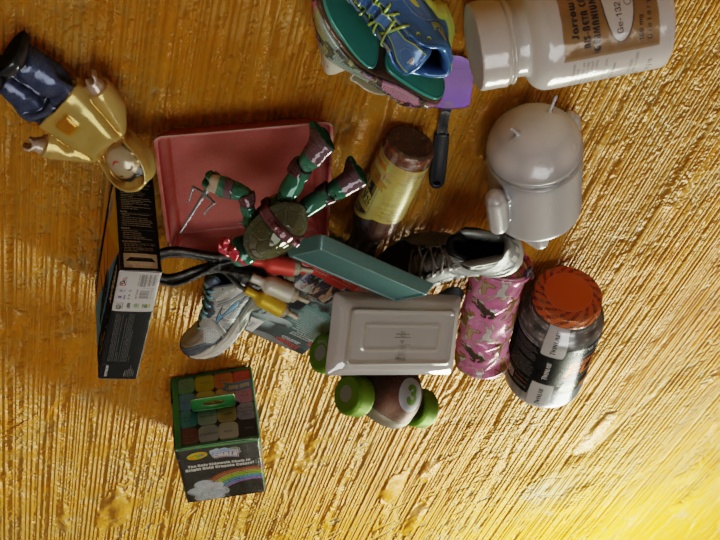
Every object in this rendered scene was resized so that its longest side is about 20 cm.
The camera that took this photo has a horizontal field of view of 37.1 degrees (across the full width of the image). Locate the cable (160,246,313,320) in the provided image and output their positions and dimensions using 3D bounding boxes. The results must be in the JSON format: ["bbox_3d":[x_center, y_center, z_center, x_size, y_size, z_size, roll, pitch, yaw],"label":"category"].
[{"bbox_3d":[-0.151,-0.004,1.279,0.197,0.050,0.099,12,111,-20],"label":"cable"}]

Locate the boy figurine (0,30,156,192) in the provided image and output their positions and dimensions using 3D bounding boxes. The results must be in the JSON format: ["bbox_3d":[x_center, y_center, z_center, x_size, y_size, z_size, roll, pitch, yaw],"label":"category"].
[{"bbox_3d":[-0.294,-0.150,1.100,0.123,0.065,0.200,-31,129,22],"label":"boy figurine"}]

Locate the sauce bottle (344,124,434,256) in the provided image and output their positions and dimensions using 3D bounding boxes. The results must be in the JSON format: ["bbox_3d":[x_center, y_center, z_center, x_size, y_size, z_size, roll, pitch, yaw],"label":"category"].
[{"bbox_3d":[0.026,-0.082,1.287,0.065,0.067,0.201,5,136,-22],"label":"sauce bottle"}]

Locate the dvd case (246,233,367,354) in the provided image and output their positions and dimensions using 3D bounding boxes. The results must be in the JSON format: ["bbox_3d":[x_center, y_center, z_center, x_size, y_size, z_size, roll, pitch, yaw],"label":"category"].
[{"bbox_3d":[-0.066,0.034,1.438,0.145,0.022,0.199,25,126,-38],"label":"dvd case"}]

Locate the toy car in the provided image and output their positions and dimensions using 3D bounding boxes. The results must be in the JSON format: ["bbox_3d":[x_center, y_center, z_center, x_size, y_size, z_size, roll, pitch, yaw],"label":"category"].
[{"bbox_3d":[0.058,0.097,1.461,0.163,0.158,0.201,16,117,-43],"label":"toy car"}]

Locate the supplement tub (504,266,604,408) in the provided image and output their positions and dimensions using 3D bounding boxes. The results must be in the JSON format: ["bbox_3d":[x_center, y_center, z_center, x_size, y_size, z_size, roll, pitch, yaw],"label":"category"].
[{"bbox_3d":[0.277,0.095,1.530,0.120,0.124,0.202,-6,141,-8],"label":"supplement tub"}]

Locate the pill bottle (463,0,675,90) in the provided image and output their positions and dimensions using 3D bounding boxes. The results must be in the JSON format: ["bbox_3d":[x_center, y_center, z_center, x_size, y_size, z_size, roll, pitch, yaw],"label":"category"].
[{"bbox_3d":[0.211,-0.248,1.100,0.196,0.116,0.115,-11,142,-2],"label":"pill bottle"}]

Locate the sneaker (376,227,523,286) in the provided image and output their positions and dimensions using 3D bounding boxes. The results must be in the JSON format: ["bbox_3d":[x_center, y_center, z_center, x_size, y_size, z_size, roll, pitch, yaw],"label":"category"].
[{"bbox_3d":[0.099,-0.022,1.330,0.196,0.077,0.115,-10,171,14],"label":"sneaker"}]

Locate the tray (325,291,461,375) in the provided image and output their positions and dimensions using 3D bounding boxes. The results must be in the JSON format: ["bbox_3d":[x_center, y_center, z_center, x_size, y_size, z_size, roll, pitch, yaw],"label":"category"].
[{"bbox_3d":[0.049,0.084,1.385,0.197,0.022,0.110,2,99,-31],"label":"tray"}]

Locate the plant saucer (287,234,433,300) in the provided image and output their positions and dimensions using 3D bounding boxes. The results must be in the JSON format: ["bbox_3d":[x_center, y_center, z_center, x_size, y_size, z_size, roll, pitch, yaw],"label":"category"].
[{"bbox_3d":[0.000,0.000,1.291,0.069,0.019,0.198,-11,154,43],"label":"plant saucer"}]

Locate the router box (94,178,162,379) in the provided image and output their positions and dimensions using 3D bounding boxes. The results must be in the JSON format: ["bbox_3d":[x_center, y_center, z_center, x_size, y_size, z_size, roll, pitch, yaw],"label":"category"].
[{"bbox_3d":[-0.273,0.008,1.243,0.050,0.151,0.201,3,139,-20],"label":"router box"}]

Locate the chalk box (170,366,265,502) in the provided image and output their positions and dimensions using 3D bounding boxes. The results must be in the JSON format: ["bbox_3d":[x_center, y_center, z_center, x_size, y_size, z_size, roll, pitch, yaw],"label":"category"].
[{"bbox_3d":[-0.207,0.226,1.550,0.122,0.125,0.202,-6,140,-7],"label":"chalk box"}]

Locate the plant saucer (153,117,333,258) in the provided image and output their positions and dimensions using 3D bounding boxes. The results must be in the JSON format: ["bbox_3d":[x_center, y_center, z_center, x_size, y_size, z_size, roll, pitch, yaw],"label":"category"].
[{"bbox_3d":[-0.133,-0.101,1.242,0.196,0.037,0.201,-6,141,-8],"label":"plant saucer"}]

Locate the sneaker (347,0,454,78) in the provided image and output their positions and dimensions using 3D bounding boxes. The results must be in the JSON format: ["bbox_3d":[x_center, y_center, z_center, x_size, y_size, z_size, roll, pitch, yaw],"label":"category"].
[{"bbox_3d":[0.033,-0.258,1.043,0.075,0.106,0.199,-36,136,27],"label":"sneaker"}]

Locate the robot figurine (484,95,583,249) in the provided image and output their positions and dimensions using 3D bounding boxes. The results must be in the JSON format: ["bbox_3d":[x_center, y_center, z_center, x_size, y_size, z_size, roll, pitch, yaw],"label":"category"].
[{"bbox_3d":[0.205,-0.114,1.261,0.170,0.112,0.201,-46,149,-24],"label":"robot figurine"}]

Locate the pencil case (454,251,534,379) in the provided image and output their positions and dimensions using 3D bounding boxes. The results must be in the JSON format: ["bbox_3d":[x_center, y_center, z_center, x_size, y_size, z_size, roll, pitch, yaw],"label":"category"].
[{"bbox_3d":[0.180,0.058,1.467,0.085,0.083,0.202,11,130,3],"label":"pencil case"}]

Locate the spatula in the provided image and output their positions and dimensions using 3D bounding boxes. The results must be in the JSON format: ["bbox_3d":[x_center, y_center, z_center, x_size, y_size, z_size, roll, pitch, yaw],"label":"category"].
[{"bbox_3d":[0.096,-0.166,1.240,0.055,0.021,0.201,2,143,1],"label":"spatula"}]

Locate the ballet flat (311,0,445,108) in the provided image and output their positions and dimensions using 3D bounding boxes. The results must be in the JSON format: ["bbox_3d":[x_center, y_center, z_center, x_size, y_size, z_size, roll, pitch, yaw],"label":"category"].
[{"bbox_3d":[0.005,-0.221,1.122,0.070,0.070,0.199,-17,148,41],"label":"ballet flat"}]

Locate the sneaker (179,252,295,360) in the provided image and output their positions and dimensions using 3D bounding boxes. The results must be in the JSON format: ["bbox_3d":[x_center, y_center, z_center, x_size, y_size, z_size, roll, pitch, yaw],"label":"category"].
[{"bbox_3d":[-0.175,0.031,1.372,0.086,0.078,0.200,33,114,-34],"label":"sneaker"}]

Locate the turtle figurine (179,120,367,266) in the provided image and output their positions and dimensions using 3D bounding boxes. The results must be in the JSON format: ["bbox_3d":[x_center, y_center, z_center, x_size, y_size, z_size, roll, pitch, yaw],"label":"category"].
[{"bbox_3d":[-0.094,-0.067,1.192,0.199,0.102,0.149,-37,148,13],"label":"turtle figurine"}]
